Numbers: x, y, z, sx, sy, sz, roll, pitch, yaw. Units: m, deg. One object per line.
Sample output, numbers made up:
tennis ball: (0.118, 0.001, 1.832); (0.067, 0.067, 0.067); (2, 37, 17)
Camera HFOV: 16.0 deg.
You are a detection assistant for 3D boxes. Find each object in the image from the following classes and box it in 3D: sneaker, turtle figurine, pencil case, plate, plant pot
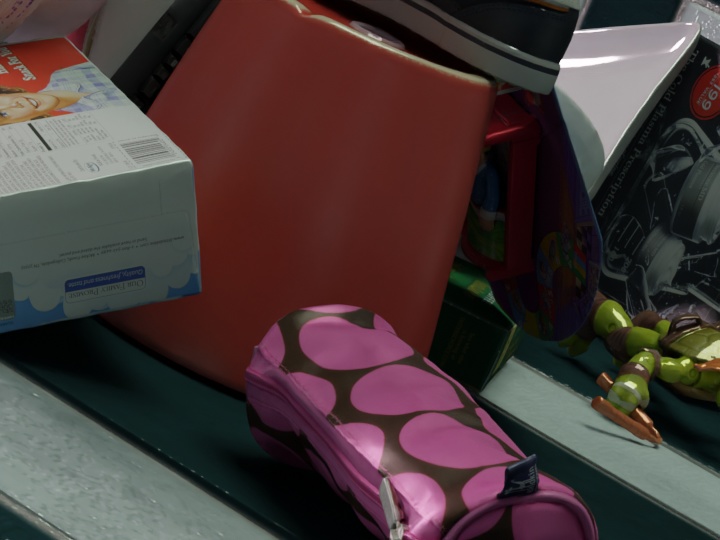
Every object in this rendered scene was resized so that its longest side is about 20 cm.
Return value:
sneaker: (0.027, -0.164, 1.297); (0.199, 0.080, 0.078); (28, 13, 22)
turtle figurine: (0.190, 0.055, 1.553); (0.199, 0.065, 0.161); (1, 15, -32)
pencil case: (0.018, 0.082, 1.064); (0.093, 0.091, 0.200); (2, 19, -28)
plate: (0.114, -0.093, 1.730); (0.199, 0.200, 0.032); (-1, -50, 40)
plant pot: (-0.028, -0.044, 1.285); (0.199, 0.178, 0.200); (24, 11, -5)

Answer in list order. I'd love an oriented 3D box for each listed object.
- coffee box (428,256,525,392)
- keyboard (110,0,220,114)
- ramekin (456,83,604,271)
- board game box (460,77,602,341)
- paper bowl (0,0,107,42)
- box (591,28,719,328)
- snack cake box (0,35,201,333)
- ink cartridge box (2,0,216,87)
coffee box: (0.000, 0.000, 1.476); (0.199, 0.044, 0.123); (26, 12, 6)
keyboard: (-0.066, -0.093, 1.391); (0.127, 0.200, 0.021); (43, -9, -29)
ramekin: (0.039, -0.067, 1.549); (0.199, 0.098, 0.201); (25, -18, 9)
board game box: (0.064, -0.055, 1.368); (0.039, 0.201, 0.158); (-13, -9, -20)
paper bowl: (-0.169, -0.199, 1.320); (0.104, 0.201, 0.201); (32, 7, -26)
box: (0.251, -0.031, 1.716); (0.104, 0.201, 0.182); (23, 10, -38)
snack cake box: (-0.160, -0.044, 1.189); (0.114, 0.068, 0.200); (-12, 26, -19)
ink cartridge box: (-0.130, -0.148, 1.474); (0.146, 0.083, 0.200); (10, 13, -32)
